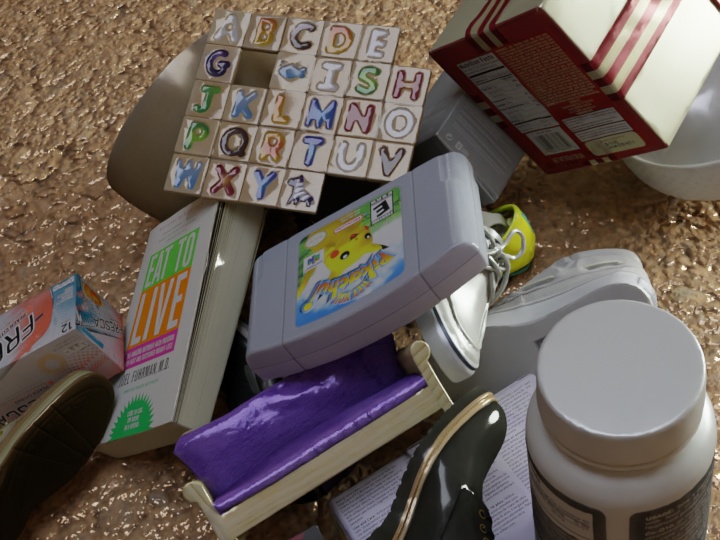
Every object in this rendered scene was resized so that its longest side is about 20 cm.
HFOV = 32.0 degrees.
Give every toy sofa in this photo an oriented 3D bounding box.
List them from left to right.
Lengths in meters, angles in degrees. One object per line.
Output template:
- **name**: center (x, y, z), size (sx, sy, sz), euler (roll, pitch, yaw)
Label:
- **toy sofa**: center (-0.035, 0.116, 0.901), size (0.198, 0.083, 0.098), euler (-31, 87, -9)

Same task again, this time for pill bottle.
- **pill bottle**: center (0.158, 0.118, 0.767), size (0.112, 0.201, 0.115), euler (-5, 48, 6)

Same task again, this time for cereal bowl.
- **cereal bowl**: center (0.316, -0.134, 1.079), size (0.198, 0.084, 0.202), euler (-23, 38, 19)

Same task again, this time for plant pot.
- **plant pot**: center (-0.112, -0.104, 1.134), size (0.134, 0.201, 0.200), euler (42, 66, 8)

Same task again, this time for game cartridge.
- **game cartridge**: center (0.000, 0.000, 0.930), size (0.198, 0.041, 0.134), euler (-28, 37, 19)

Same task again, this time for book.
- **book**: center (-0.151, 0.046, 1.025), size (0.133, 0.048, 0.203), euler (-21, 50, 47)

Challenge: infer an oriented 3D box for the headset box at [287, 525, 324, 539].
- **headset box**: center (-0.055, 0.280, 0.831), size (0.147, 0.078, 0.201), euler (-26, 47, -10)

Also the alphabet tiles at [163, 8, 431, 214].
- **alphabet tiles**: center (-0.047, -0.127, 1.010), size (0.197, 0.008, 0.169), euler (9, 72, 16)

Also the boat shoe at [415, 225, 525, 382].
- **boat shoe**: center (0.083, -0.009, 0.956), size (0.085, 0.075, 0.203), euler (-27, 37, 20)

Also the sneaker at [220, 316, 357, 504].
- **sneaker**: center (-0.085, 0.107, 0.999), size (0.199, 0.076, 0.088), euler (33, 69, 35)

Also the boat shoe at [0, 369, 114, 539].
- **boat shoe**: center (-0.277, 0.154, 0.989), size (0.066, 0.074, 0.201), euler (29, 74, 41)

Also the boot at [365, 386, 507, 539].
- **boot**: center (0.083, 0.183, 0.801), size (0.137, 0.078, 0.201), euler (19, 62, 26)

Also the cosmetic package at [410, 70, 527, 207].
- **cosmetic package**: center (0.110, -0.145, 1.133), size (0.201, 0.090, 0.106), euler (-53, 15, -30)

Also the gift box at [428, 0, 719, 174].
- **gift box**: center (0.197, -0.200, 1.038), size (0.184, 0.200, 0.188), euler (-1, 52, 57)

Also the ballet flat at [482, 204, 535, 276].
- **ballet flat**: center (0.052, -0.011, 1.068), size (0.197, 0.068, 0.067), euler (-17, 45, 0)

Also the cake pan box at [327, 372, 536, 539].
- **cake pan box**: center (0.102, 0.187, 0.890), size (0.199, 0.053, 0.184), euler (-31, 51, -13)

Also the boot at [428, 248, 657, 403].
- **boot**: center (0.139, 0.044, 1.006), size (0.198, 0.074, 0.096), euler (-19, 16, 14)

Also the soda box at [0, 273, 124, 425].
- **soda box**: center (-0.294, 0.084, 1.041), size (0.198, 0.069, 0.064), euler (-28, 44, 14)

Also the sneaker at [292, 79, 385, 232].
- **sneaker**: center (-0.044, -0.057, 1.063), size (0.202, 0.105, 0.075), euler (-64, 23, -2)
